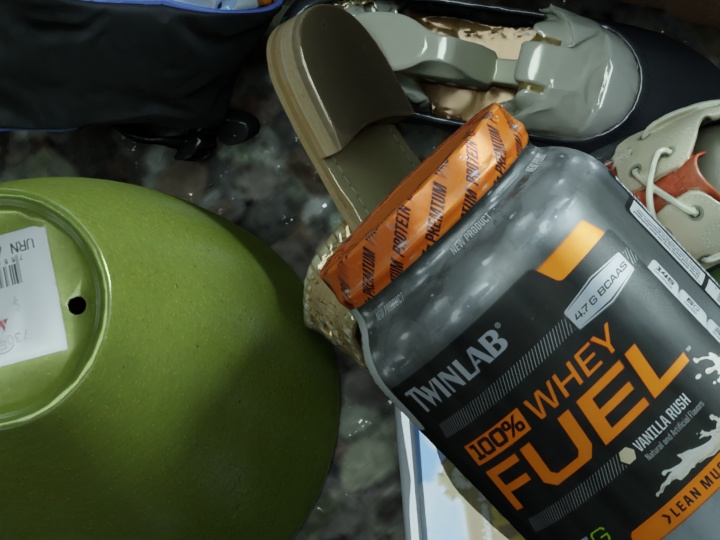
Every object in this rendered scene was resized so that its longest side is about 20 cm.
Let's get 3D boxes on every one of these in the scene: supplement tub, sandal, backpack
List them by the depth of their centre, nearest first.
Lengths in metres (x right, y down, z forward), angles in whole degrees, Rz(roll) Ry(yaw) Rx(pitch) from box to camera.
[{"bbox_3d":[0.086,0.040,1.077,0.123,0.123,0.200,-45,94,-2],"label":"supplement tub"},{"bbox_3d":[0.004,-0.001,1.170,0.070,0.078,0.212,-26,86,40],"label":"sandal"},{"bbox_3d":[-0.143,-0.150,1.185,0.190,0.200,0.154,43,115,35],"label":"backpack"}]

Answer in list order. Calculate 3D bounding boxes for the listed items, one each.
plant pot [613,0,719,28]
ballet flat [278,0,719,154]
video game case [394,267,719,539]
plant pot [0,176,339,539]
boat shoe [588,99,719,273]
[{"bbox_3d":[0.092,-0.196,1.162,0.198,0.200,0.201,6,77,21],"label":"plant pot"},{"bbox_3d":[0.056,-0.083,1.194,0.199,0.073,0.073,12,79,13],"label":"ballet flat"},{"bbox_3d":[0.105,0.068,1.171,0.181,0.022,0.201,-7,75,9],"label":"video game case"},{"bbox_3d":[-0.119,0.037,1.129,0.187,0.200,0.188,-3,76,11],"label":"plant pot"},{"bbox_3d":[0.143,-0.035,1.144,0.200,0.063,0.071,-20,75,1],"label":"boat shoe"}]
